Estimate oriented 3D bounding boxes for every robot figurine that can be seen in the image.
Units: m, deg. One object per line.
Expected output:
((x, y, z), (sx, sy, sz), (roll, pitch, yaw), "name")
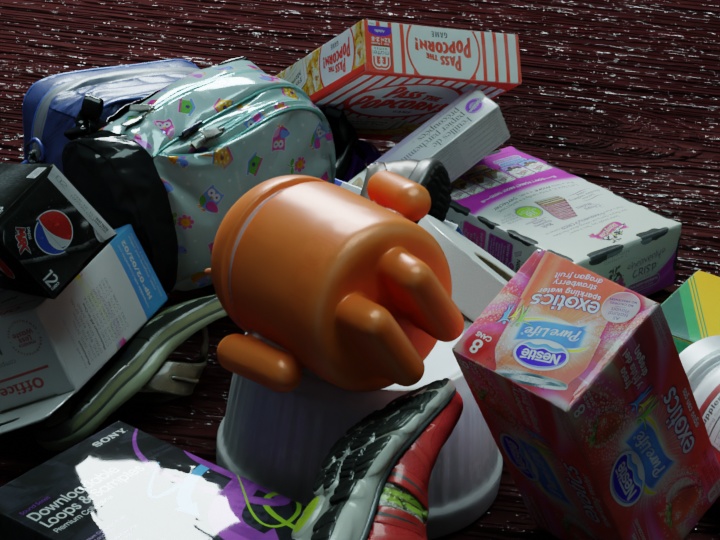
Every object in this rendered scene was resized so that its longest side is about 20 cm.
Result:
((-0.019, 0.005, 1.443), (0.116, 0.145, 0.200), (4, 15, -39), "robot figurine")

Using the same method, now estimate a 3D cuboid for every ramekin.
((0.003, 0.091, 1.533), (0.199, 0.106, 0.200), (5, 26, -2), "ramekin")

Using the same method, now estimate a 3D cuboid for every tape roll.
((0.116, 0.032, 1.632), (0.202, 0.037, 0.203), (37, 5, -3), "tape roll")

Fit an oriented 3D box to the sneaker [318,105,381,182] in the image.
((-0.021, -0.096, 1.920), (0.069, 0.100, 0.200), (12, 23, 14), "sneaker")

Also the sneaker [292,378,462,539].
((0.014, 0.155, 1.376), (0.077, 0.085, 0.200), (-22, 29, 52), "sneaker")

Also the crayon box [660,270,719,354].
((0.315, 0.075, 1.674), (0.199, 0.059, 0.119), (20, 29, 23), "crayon box")

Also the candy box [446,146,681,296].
((0.148, -0.031, 1.866), (0.136, 0.061, 0.199), (-19, 33, -38), "candy box")

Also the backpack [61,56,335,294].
((-0.119, -0.072, 1.712), (0.199, 0.168, 0.126), (-32, 51, -31), "backpack")

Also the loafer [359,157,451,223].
((0.000, 0.000, 1.689), (0.071, 0.073, 0.201), (14, 60, 30), "loafer")

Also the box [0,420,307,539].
((-0.126, 0.167, 1.430), (0.199, 0.036, 0.143), (19, 29, 30), "box")

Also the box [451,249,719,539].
((0.147, 0.095, 1.425), (0.102, 0.200, 0.095), (28, 66, 39), "box")

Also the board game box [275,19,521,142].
((0.023, -0.160, 1.926), (0.151, 0.047, 0.200), (2, -13, -27), "board game box")

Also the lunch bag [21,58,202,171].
((-0.187, -0.094, 1.841), (0.199, 0.137, 0.132), (-9, 19, -33), "lunch bag")

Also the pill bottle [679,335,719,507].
((0.286, 0.125, 1.508), (0.112, 0.113, 0.200), (-7, 28, -25), "pill bottle")

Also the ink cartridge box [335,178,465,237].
((-0.021, -0.019, 1.768), (0.199, 0.044, 0.094), (21, 73, 28), "ink cartridge box")

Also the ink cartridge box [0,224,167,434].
((-0.232, 0.047, 1.572), (0.115, 0.068, 0.200), (-18, 16, 26), "ink cartridge box")

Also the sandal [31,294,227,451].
((-0.153, 0.076, 1.597), (0.080, 0.058, 0.201), (-10, 25, 51), "sandal")

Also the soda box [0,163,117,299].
((-0.241, -0.030, 1.557), (0.063, 0.071, 0.200), (-47, 20, -15), "soda box")

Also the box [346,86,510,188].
((0.033, -0.073, 1.845), (0.200, 0.042, 0.039), (-38, 45, -11), "box")
